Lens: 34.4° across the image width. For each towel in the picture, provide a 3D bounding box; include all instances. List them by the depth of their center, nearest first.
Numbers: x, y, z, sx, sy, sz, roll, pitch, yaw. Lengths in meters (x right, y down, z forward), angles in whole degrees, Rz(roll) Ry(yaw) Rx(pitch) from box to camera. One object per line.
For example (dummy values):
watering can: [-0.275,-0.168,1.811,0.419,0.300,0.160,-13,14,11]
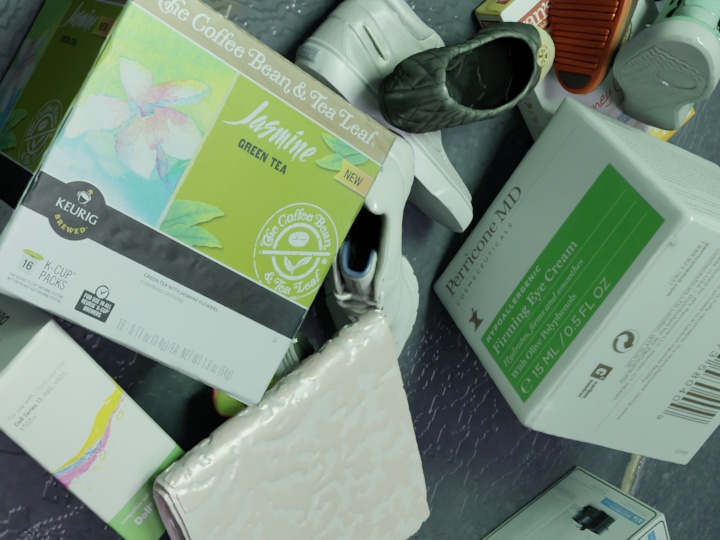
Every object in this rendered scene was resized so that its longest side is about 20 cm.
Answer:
towel: [-0.036,0.154,0.788,0.200,0.032,0.192,-38,129,-34]

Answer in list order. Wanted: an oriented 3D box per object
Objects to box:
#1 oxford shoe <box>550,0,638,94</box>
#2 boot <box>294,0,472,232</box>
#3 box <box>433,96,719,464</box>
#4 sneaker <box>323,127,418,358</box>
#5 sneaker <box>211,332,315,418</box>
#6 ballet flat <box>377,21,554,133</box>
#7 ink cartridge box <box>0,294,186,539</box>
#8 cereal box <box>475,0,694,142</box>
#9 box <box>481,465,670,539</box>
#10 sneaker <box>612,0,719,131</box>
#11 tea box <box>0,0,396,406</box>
oxford shoe: [0.199,-0.229,0.876,0.072,0.071,0.202,4,104,-43]
boot: [0.043,-0.120,0.848,0.096,0.073,0.200,-51,128,-10]
box: [0.209,0.011,0.905,0.199,0.172,0.200,17,117,-36]
sneaker: [0.000,0.000,0.824,0.074,0.087,0.201,3,128,10]
sneaker: [-0.052,0.135,0.873,0.090,0.078,0.201,-20,123,1]
ballet flat: [0.088,-0.133,0.817,0.199,0.056,0.067,-29,115,-47]
ink cartridge box: [-0.195,0.076,0.720,0.067,0.117,0.200,-47,125,-15]
cereal box: [0.189,-0.168,0.951,0.144,0.039,0.201,-42,123,-16]
box: [0.165,0.270,1.025,0.199,0.116,0.061,-32,120,-21]
sneaker: [0.240,-0.184,0.867,0.200,0.073,0.119,31,81,-81]
tea box: [-0.121,-0.055,0.720,0.199,0.133,0.198,28,87,-36]
